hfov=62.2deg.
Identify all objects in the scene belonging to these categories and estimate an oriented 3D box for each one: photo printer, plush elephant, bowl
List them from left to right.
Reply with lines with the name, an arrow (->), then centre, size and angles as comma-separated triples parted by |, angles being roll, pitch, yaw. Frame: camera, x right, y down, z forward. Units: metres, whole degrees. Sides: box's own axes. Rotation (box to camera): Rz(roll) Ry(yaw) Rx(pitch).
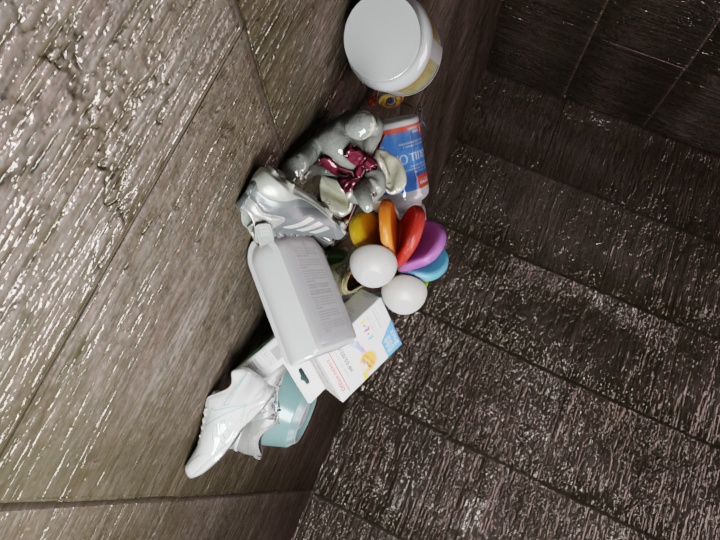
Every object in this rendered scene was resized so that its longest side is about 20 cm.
bowl -> -0.162, 0.298, 1.298 | 0.201, 0.102, 0.207 | 22, 89, -80
photo printer -> -0.091, 0.032, 0.917 | 0.068, 0.206, 0.165 | -25, 173, 21
plush elephant -> -0.012, -0.159, 0.945 | 0.162, 0.157, 0.201 | -29, -162, 15

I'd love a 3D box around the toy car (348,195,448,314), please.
toy car -> 0.077, -0.043, 1.035 | 0.147, 0.199, 0.179 | -27, -140, 31

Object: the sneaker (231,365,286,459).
sneaker -> -0.179, 0.262, 1.147 | 0.205, 0.080, 0.075 | -64, 175, 3

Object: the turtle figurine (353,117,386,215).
turtle figurine -> 0.019, -0.213, 1.260 | 0.204, 0.099, 0.149 | -64, 167, 24

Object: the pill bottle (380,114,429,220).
pill bottle -> 0.077, -0.193, 1.177 | 0.112, 0.108, 0.207 | -49, 131, -62

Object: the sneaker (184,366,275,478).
sneaker -> -0.222, 0.241, 0.956 | 0.202, 0.080, 0.070 | -51, 179, 4

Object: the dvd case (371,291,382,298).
dvd case -> -0.046, 0.089, 1.230 | 0.145, 0.196, 0.023 | -32, 104, -45

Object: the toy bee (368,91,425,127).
toy bee -> 0.060, -0.365, 1.174 | 0.132, 0.105, 0.206 | -79, 156, -68

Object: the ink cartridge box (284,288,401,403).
ink cartridge box -> -0.029, 0.146, 1.070 | 0.199, 0.067, 0.117 | -41, 123, -20

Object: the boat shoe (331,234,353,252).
boat shoe -> -0.006, -0.070, 1.379 | 0.199, 0.072, 0.065 | -41, -146, 3

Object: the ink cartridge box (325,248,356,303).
ink cartridge box -> -0.055, 0.015, 1.241 | 0.200, 0.057, 0.108 | -151, -123, -77

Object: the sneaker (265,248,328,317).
sneaker -> -0.097, 0.015, 1.131 | 0.150, 0.075, 0.202 | -68, 170, 13

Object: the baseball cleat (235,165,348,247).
baseball cleat -> -0.100, -0.072, 0.847 | 0.107, 0.070, 0.199 | -50, 141, 6

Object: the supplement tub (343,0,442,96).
supplement tub -> 0.055, -0.366, 0.972 | 0.200, 0.141, 0.149 | -40, 151, -71

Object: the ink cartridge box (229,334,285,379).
ink cartridge box -> -0.126, 0.115, 1.058 | 0.160, 0.050, 0.200 | -39, -174, 25

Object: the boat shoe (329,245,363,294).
boat shoe -> 0.000, 0.000, 1.107 | 0.199, 0.061, 0.076 | -40, 122, -49

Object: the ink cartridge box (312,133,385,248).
ink cartridge box -> -0.030, -0.148, 1.094 | 0.173, 0.042, 0.205 | 158, -45, -76

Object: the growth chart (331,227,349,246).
growth chart -> 0.004, -0.121, 1.321 | 0.198, 0.018, 0.146 | -30, -160, 45
